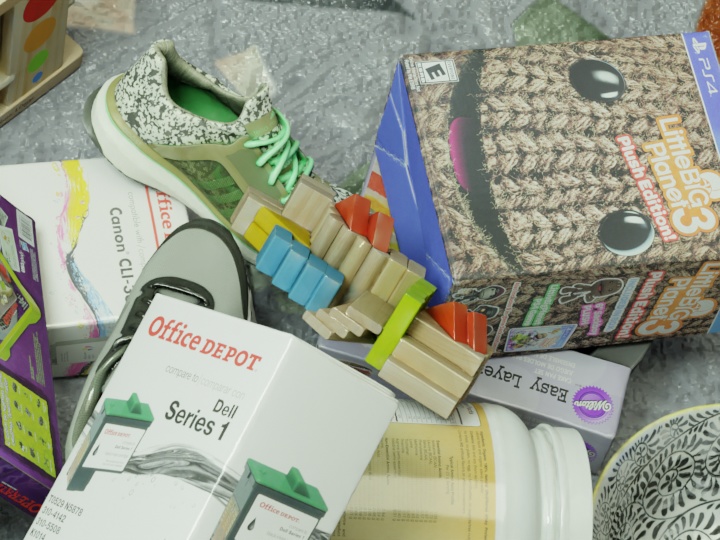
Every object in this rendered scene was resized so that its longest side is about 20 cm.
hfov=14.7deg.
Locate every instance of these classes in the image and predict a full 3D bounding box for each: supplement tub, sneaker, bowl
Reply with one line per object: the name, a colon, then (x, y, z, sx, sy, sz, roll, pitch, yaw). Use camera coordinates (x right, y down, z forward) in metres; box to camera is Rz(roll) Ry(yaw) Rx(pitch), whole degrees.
supplement tub: (0.021, 0.144, 1.564, 0.199, 0.145, 0.145, 4, 59, -9)
sneaker: (-0.111, 0.052, 1.556, 0.074, 0.079, 0.201, 16, 59, 8)
bowl: (0.216, 0.186, 1.605, 0.199, 0.094, 0.202, 5, 59, -8)
sneaker: (-0.064, -0.067, 1.639, 0.199, 0.089, 0.077, 29, 48, -9)

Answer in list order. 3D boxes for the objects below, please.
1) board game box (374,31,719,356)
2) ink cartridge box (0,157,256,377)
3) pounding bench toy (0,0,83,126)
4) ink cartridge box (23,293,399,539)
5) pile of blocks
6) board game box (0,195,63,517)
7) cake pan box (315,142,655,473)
board game box: (0.125, -0.045, 1.667, 0.199, 0.097, 0.160, -6, 61, -14)
ink cartridge box: (-0.161, -0.003, 1.662, 0.199, 0.068, 0.117, -6, 60, -14)
pounding bench toy: (-0.274, -0.155, 1.680, 0.124, 0.156, 0.200, 42, 61, 14)
ink cartridge box: (-0.088, 0.123, 1.433, 0.084, 0.146, 0.201, 33, 79, -34)
pile of blocks: (0.000, 0.000, 1.563, 0.200, 0.062, 0.082, 39, 18, 28)
board game box: (-0.214, 0.025, 1.518, 0.032, 0.120, 0.201, -25, 49, 17)
cake pan box: (0.084, 0.013, 1.711, 0.199, 0.052, 0.185, 18, 60, 0)
